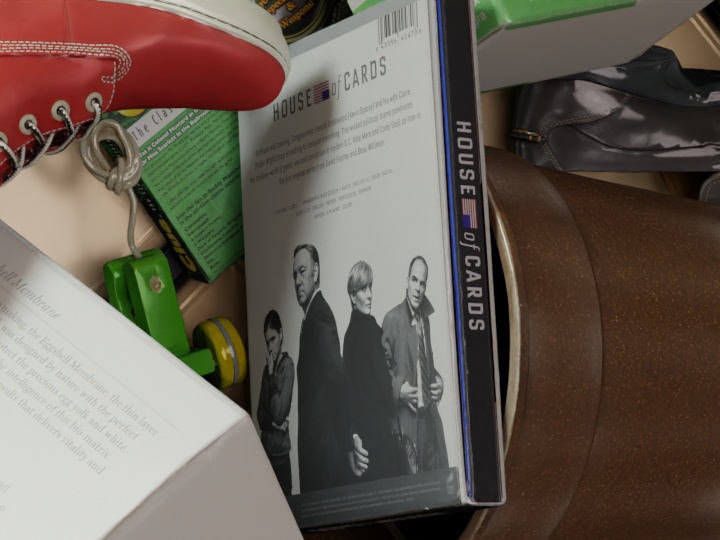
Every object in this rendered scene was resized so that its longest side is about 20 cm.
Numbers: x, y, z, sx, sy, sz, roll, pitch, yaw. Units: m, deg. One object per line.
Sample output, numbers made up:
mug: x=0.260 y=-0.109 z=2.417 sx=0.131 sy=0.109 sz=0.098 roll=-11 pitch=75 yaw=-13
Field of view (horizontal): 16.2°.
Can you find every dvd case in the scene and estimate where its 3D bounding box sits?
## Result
dvd case: x=0.000 y=0.000 z=1.005 sx=0.025 sy=0.150 sz=0.200 roll=3 pitch=79 yaw=-33

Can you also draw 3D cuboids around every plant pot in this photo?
plant pot: x=0.085 y=0.043 z=1.075 sx=0.198 sy=0.200 sz=0.200 roll=5 pitch=88 yaw=-33

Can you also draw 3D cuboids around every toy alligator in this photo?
toy alligator: x=-0.087 y=0.036 z=1.070 sx=0.059 sy=0.054 sz=0.200 roll=-18 pitch=92 yaw=-25

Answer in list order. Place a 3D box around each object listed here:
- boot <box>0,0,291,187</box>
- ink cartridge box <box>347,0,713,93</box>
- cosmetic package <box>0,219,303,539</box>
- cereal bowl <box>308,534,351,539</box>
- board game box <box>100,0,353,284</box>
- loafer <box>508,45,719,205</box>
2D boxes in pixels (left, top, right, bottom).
boot: x=-0.124 y=-0.047 z=0.960 sx=0.200 sy=0.072 sz=0.144 roll=6 pitch=62 yaw=-16
ink cartridge box: x=0.049 y=-0.182 z=1.062 sx=0.146 sy=0.084 sz=0.200 roll=-15 pitch=77 yaw=-39
cosmetic package: x=-0.158 y=0.102 z=0.945 sx=0.200 sy=0.199 sz=0.123 roll=-41 pitch=140 yaw=-17
cereal bowl: x=-0.016 y=0.209 z=1.086 sx=0.200 sy=0.083 sz=0.200 roll=0 pitch=91 yaw=-24
board game box: x=-0.023 y=-0.096 z=1.106 sx=0.200 sy=0.023 sz=0.105 roll=-40 pitch=115 yaw=-19
loafer: x=0.160 y=-0.059 z=1.172 sx=0.200 sy=0.073 sz=0.072 roll=13 pitch=94 yaw=-13
